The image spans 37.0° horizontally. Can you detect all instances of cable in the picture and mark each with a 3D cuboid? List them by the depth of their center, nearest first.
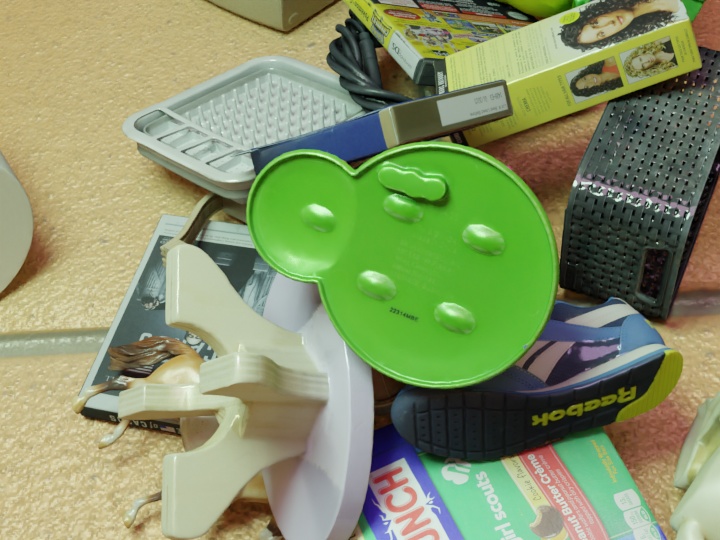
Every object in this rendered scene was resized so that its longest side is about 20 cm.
[{"bbox_3d":[0.048,-0.188,0.986,0.163,0.051,0.200,25,38,0],"label":"cable"}]

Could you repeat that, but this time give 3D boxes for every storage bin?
[{"bbox_3d":[0.238,-0.078,0.875,0.093,0.135,0.200,19,58,19],"label":"storage bin"}]

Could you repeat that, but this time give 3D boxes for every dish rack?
[{"bbox_3d":[-0.094,-0.127,0.977,0.171,0.044,0.200,26,46,36],"label":"dish rack"}]

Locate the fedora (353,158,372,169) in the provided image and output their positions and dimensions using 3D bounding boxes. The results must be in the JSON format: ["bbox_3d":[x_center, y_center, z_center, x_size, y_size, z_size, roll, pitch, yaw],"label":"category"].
[{"bbox_3d":[0.037,0.001,0.867,0.176,0.090,0.200,15,64,18],"label":"fedora"}]

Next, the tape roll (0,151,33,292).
[{"bbox_3d":[-0.393,-0.058,0.893,0.202,0.203,0.139,-30,56,-15],"label":"tape roll"}]

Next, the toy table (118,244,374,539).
[{"bbox_3d":[-0.072,0.083,0.708,0.117,0.184,0.201,7,62,-33],"label":"toy table"}]

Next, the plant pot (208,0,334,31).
[{"bbox_3d":[-0.085,-0.372,1.109,0.200,0.200,0.177,-38,70,-20],"label":"plant pot"}]

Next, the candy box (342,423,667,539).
[{"bbox_3d":[0.085,0.175,0.741,0.199,0.077,0.169,-19,53,-8],"label":"candy box"}]

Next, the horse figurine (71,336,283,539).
[{"bbox_3d":[-0.130,0.125,0.798,0.132,0.050,0.200,-26,70,-2],"label":"horse figurine"}]

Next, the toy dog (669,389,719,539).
[{"bbox_3d":[0.314,0.153,0.689,0.199,0.140,0.194,24,43,11],"label":"toy dog"}]

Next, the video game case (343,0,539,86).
[{"bbox_3d":[0.097,-0.221,1.001,0.199,0.026,0.181,-2,39,-30],"label":"video game case"}]

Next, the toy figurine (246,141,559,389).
[{"bbox_3d":[0.045,-0.027,0.732,0.199,0.151,0.184,21,16,12],"label":"toy figurine"}]

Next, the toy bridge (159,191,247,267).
[{"bbox_3d":[-0.097,-0.057,0.941,0.067,0.027,0.200,25,46,33],"label":"toy bridge"}]

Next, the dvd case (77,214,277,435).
[{"bbox_3d":[-0.130,0.044,0.897,0.150,0.025,0.200,8,54,13],"label":"dvd case"}]

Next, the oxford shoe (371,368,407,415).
[{"bbox_3d":[0.000,0.000,0.781,0.071,0.071,0.200,-17,57,2],"label":"oxford shoe"}]

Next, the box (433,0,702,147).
[{"bbox_3d":[0.158,-0.162,0.849,0.199,0.050,0.075,-19,40,16],"label":"box"}]

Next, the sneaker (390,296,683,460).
[{"bbox_3d":[0.113,0.070,0.732,0.199,0.074,0.082,-11,47,-11],"label":"sneaker"}]

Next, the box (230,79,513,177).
[{"bbox_3d":[0.003,-0.101,0.817,0.121,0.033,0.200,-20,9,-39],"label":"box"}]

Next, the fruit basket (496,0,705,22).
[{"bbox_3d":[0.216,-0.300,1.023,0.215,0.156,0.216,14,44,-14],"label":"fruit basket"}]
